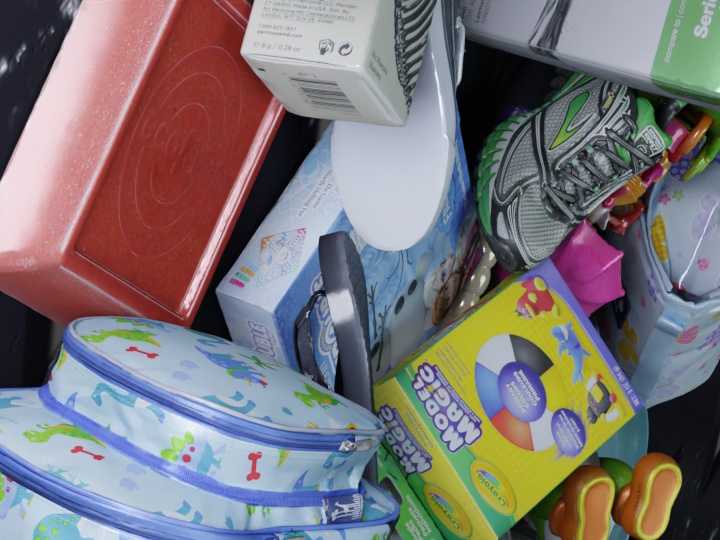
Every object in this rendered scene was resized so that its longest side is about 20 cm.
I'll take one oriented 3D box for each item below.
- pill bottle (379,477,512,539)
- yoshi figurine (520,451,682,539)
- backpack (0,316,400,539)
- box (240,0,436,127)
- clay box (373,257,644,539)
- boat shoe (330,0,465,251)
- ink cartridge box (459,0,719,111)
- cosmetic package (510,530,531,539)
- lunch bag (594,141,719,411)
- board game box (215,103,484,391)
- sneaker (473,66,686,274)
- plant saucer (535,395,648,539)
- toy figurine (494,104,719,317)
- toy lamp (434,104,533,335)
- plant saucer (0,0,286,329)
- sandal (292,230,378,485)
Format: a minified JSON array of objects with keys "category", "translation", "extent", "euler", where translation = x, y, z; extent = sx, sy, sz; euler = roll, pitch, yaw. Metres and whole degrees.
[{"category":"pill bottle","translation":[0.040,0.173,1.721],"extent":[0.114,0.113,0.200],"euler":[-59,155,-23]},{"category":"yoshi figurine","translation":[0.117,0.105,1.753],"extent":[0.112,0.200,0.113],"euler":[-46,125,-12]},{"category":"backpack","translation":[-0.099,0.106,1.273],"extent":[0.199,0.182,0.148],"euler":[-3,113,-54]},{"category":"box","translation":[0.005,-0.180,1.350],"extent":[0.082,0.068,0.201],"euler":[46,56,-64]},{"category":"clay box","translation":[0.078,0.086,1.610],"extent":[0.048,0.115,0.200],"euler":[-31,-176,44]},{"category":"boat shoe","translation":[0.025,-0.113,1.472],"extent":[0.068,0.071,0.202],"euler":[-18,106,-63]},{"category":"ink cartridge box","translation":[0.152,-0.155,1.583],"extent":[0.146,0.199,0.085],"euler":[8,99,-67]},{"category":"cosmetic package","translation":[0.055,0.283,1.905],"extent":[0.201,0.071,0.102],"euler":[-60,156,-22]},{"category":"lunch bag","translation":[0.243,-0.013,1.975],"extent":[0.170,0.126,0.201],"euler":[101,14,-61]},{"category":"board game box","translation":[0.000,0.000,1.574],"extent":[0.200,0.043,0.200],"euler":[-56,154,-25]},{"category":"sneaker","translation":[0.139,-0.077,1.663],"extent":[0.200,0.085,0.078],"euler":[-54,129,-29]},{"category":"plant saucer","translation":[0.163,0.184,1.952],"extent":[0.200,0.027,0.201],"euler":[17,90,-71]},{"category":"toy figurine","translation":[0.162,-0.052,1.834],"extent":[0.184,0.150,0.200],"euler":[-53,-179,-3]},{"category":"toy lamp","translation":[0.076,-0.008,1.724],"extent":[0.201,0.058,0.058],"euler":[-67,157,1]},{"category":"plant saucer","translation":[-0.097,-0.062,1.316],"extent":[0.201,0.037,0.200],"euler":[-67,157,-7]},{"category":"sandal","translation":[-0.014,0.073,1.475],"extent":[0.076,0.043,0.201],"euler":[-92,178,-59]}]
